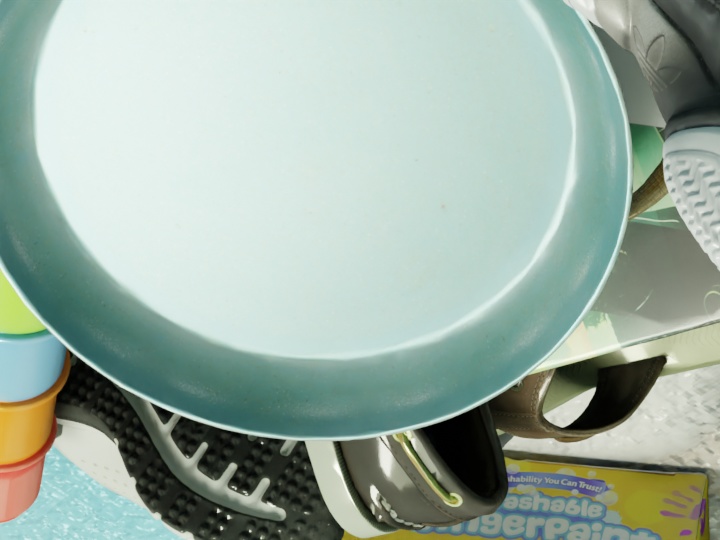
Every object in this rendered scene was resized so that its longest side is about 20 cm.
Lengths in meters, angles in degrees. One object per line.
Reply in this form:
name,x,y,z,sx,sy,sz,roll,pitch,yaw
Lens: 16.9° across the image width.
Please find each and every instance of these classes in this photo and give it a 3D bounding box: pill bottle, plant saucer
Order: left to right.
pill bottle,-0.061,-0.124,0.747,0.108,0.109,0.201,-6,123,24
plant saucer,-0.019,-0.036,0.719,0.199,0.027,0.201,3,125,4

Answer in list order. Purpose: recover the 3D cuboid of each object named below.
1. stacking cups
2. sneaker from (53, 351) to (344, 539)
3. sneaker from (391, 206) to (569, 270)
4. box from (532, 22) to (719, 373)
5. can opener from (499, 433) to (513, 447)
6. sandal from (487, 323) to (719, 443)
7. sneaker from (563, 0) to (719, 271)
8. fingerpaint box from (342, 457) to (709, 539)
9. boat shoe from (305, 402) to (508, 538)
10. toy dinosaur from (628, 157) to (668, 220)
stacking cups,-0.131,0.016,0.901,0.060,0.061,0.200,16,138,0
sneaker,-0.072,0.067,0.981,0.200,0.074,0.080,32,165,39
sneaker,-0.005,-0.006,0.805,0.199,0.072,0.073,-12,131,22
box,0.108,-0.057,0.780,0.199,0.036,0.145,-18,93,35
can opener,-0.019,0.013,0.961,0.200,0.053,0.066,39,101,-27
sandal,0.084,0.028,0.908,0.200,0.057,0.080,-19,123,24
sneaker,0.119,-0.082,0.641,0.114,0.201,0.075,-38,143,21
fingerpaint box,0.054,0.158,1.076,0.199,0.074,0.167,5,139,13
boat shoe,0.000,0.000,0.877,0.060,0.072,0.202,-9,108,32
toy dinosaur,0.129,-0.099,0.713,0.101,0.058,0.201,20,110,40
